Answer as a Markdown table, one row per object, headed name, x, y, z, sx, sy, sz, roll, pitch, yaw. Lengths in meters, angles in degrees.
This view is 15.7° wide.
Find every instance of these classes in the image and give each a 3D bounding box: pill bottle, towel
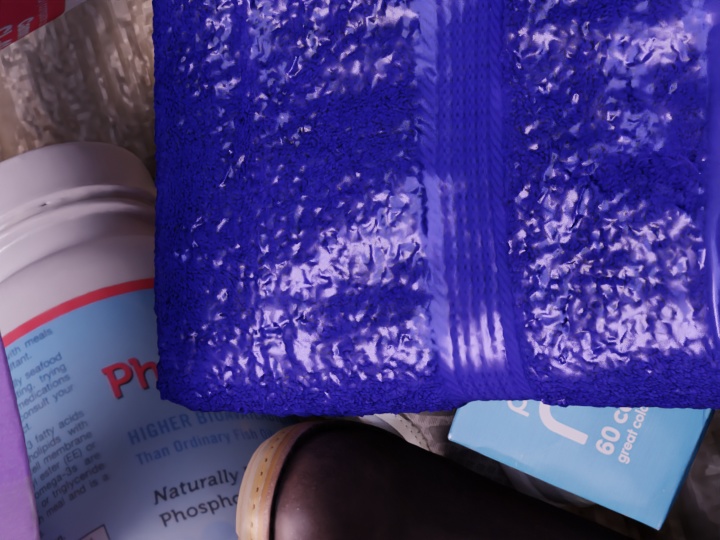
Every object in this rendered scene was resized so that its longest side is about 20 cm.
| name | x | y | z | sx | sy | sz | roll | pitch | yaw |
| --- | --- | --- | --- | --- | --- | --- | --- | --- | --- |
| pill bottle | -0.073 | 0.062 | 0.847 | 0.109 | 0.108 | 0.201 | -42 | 59 | 31 |
| towel | 0.023 | -0.035 | 0.707 | 0.199 | 0.049 | 0.149 | -4 | 81 | 36 |

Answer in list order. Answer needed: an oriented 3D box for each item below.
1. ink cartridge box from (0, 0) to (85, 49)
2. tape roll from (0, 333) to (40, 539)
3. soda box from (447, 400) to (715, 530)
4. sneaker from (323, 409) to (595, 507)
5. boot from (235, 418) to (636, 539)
| name | x | y | z | sx | sy | sz | roll | pitch | yaw |
| --- | --- | --- | --- | --- | --- | --- | --- | --- | --- |
| ink cartridge box | -0.079 | -0.170 | 0.770 | 0.199 | 0.086 | 0.148 | -30 | 84 | -12 |
| tape roll | -0.155 | 0.014 | 0.770 | 0.200 | 0.065 | 0.201 | 164 | 90 | -72 |
| soda box | 0.095 | -0.034 | 0.738 | 0.068 | 0.064 | 0.201 | 23 | 100 | 6 |
| sneaker | 0.000 | 0.000 | 0.831 | 0.087 | 0.074 | 0.200 | -31 | 90 | 26 |
| boot | 0.077 | 0.093 | 0.746 | 0.166 | 0.200 | 0.073 | -1 | 67 | 36 |
